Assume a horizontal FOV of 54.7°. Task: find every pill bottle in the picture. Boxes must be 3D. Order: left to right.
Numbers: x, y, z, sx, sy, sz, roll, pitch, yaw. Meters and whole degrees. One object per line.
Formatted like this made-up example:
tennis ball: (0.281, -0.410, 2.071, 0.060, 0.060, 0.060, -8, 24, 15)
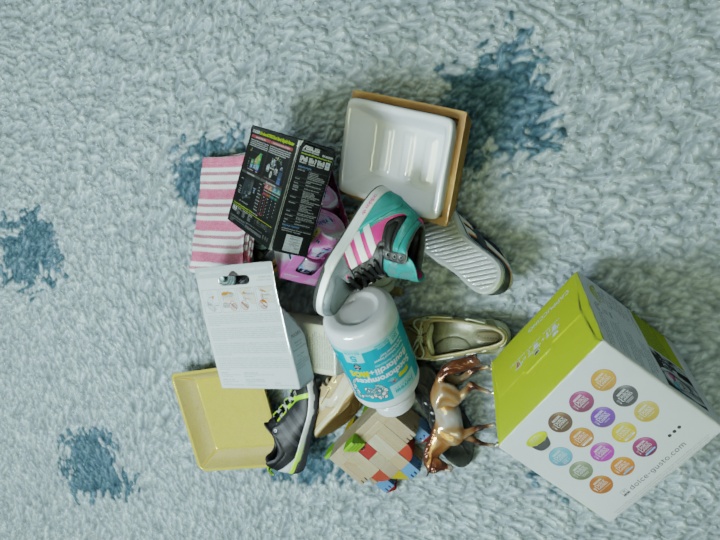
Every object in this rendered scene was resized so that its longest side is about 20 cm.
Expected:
pill bottle: (0.024, 0.129, 1.045, 0.109, 0.112, 0.202, -5, 130, 23)

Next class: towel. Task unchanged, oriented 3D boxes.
towel: (-0.227, -0.093, 1.151, 0.145, 0.030, 0.204, 1, 82, 40)

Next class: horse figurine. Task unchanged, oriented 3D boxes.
horse figurine: (0.156, 0.220, 1.093, 0.130, 0.050, 0.204, -6, 106, 4)

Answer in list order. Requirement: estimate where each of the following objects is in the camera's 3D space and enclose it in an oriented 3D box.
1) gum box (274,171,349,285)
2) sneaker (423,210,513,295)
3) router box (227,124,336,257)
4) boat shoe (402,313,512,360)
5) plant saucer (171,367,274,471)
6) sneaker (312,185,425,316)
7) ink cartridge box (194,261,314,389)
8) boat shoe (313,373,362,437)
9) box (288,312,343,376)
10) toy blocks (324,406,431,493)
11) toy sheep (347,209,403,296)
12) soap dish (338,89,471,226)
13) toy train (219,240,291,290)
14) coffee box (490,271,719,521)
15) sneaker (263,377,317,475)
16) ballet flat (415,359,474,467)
gum box: (-0.085, -0.085, 1.059, 0.114, 0.065, 0.202, -51, 40, 36)
sneaker: (0.151, -0.034, 1.052, 0.079, 0.079, 0.201, -49, 59, 18)
router box: (-0.118, -0.119, 1.001, 0.199, 0.061, 0.152, 31, 108, 58)
boat shoe: (0.134, 0.105, 1.088, 0.197, 0.063, 0.075, 1, 84, 20)
plant saucer: (-0.239, 0.269, 1.303, 0.197, 0.048, 0.204, -10, 101, 25)
sneaker: (0.027, -0.004, 0.962, 0.120, 0.083, 0.202, 31, 92, 25)
ink cartridge box: (-0.167, 0.084, 1.081, 0.158, 0.047, 0.204, -4, 103, 31)
boat shoe: (-0.034, 0.209, 1.198, 0.070, 0.073, 0.201, 53, 127, 26)
box: (-0.108, 0.114, 1.130, 0.197, 0.068, 0.084, 6, 100, 27)
toy blocks: (0.047, 0.303, 1.183, 0.136, 0.100, 0.200, 39, 115, -5)
toy sheep: (0.000, 0.000, 1.091, 0.136, 0.138, 0.203, 11, 115, 18)
soap dish: (0.065, -0.169, 1.019, 0.198, 0.081, 0.160, 21, 112, 33)
toy train: (-0.166, -0.011, 1.182, 0.114, 0.085, 0.200, 44, 116, -5)
coffee box: (0.314, 0.164, 0.943, 0.196, 0.201, 0.201, 34, 114, -8)
sneaker: (-0.126, 0.264, 1.215, 0.081, 0.072, 0.204, 8, 95, -15)
ballet flat: (0.136, 0.233, 1.151, 0.066, 0.057, 0.203, -26, 100, -2)
